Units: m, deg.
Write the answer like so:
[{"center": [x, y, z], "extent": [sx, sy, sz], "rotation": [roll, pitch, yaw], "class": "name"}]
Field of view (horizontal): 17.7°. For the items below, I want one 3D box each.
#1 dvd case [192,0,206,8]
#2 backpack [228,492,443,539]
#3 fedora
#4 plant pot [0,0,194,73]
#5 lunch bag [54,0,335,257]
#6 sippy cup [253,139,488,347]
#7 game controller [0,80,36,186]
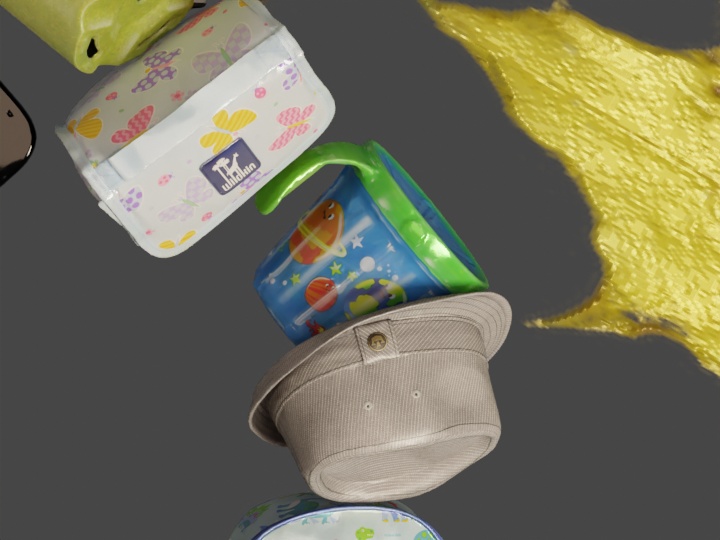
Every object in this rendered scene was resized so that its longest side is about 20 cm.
[{"center": [-0.170, -0.277, 1.605], "extent": [0.142, 0.018, 0.201], "rotation": [-1, 94, 36], "class": "dvd case"}, {"center": [-0.012, 0.261, 1.628], "extent": [0.182, 0.147, 0.201], "rotation": [-2, 92, -8], "class": "backpack"}, {"center": [0.026, 0.099, 1.599], "extent": [0.199, 0.177, 0.091], "rotation": [-11, 61, -19], "class": "fedora"}, {"center": [-0.193, -0.237, 1.511], "extent": [0.200, 0.200, 0.184], "rotation": [-43, 78, -3], "class": "plant pot"}, {"center": [-0.114, -0.100, 1.573], "extent": [0.169, 0.200, 0.127], "rotation": [-39, 96, -4], "class": "lunch bag"}, {"center": [0.000, 0.000, 1.632], "extent": [0.130, 0.140, 0.178], "rotation": [-40, 87, 8], "class": "sippy cup"}, {"center": [-0.319, -0.133, 1.621], "extent": [0.104, 0.042, 0.200], "rotation": [-39, 97, 13], "class": "game controller"}]
